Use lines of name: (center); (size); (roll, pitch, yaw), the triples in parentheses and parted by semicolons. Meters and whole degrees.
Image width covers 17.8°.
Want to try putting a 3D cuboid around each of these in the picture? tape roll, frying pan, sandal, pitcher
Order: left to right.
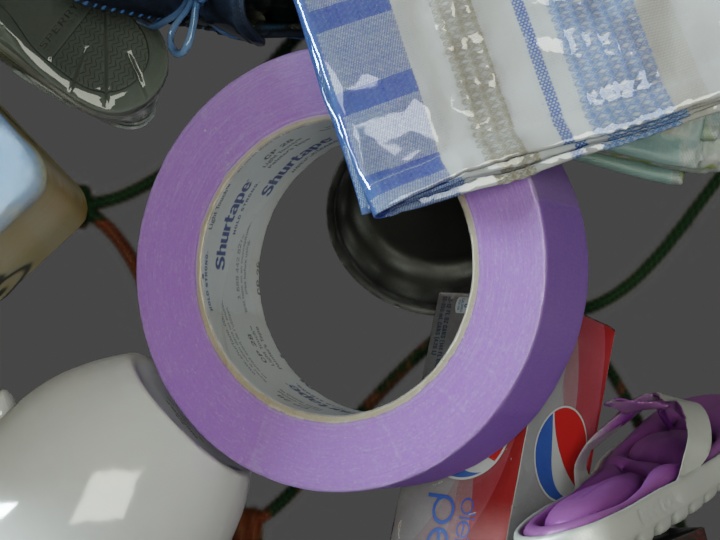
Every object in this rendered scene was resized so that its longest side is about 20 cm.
pitcher: (-0.165, 0.117, 1.087); (0.200, 0.121, 0.172); (-44, 73, 8)
tape roll: (0.000, 0.000, 1.051); (0.200, 0.066, 0.200); (-1, 87, 23)
frying pan: (0.059, -0.059, 1.098); (0.115, 0.031, 0.190); (27, 117, -13)
sandal: (0.130, 0.081, 1.049); (0.082, 0.203, 0.050); (-13, 99, 28)

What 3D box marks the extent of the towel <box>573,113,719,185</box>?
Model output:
towel: (0.099, -0.145, 1.135); (0.200, 0.048, 0.171); (14, 84, -1)

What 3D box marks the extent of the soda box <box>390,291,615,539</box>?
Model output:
soda box: (0.062, 0.114, 1.087); (0.070, 0.063, 0.200); (4, 78, 38)

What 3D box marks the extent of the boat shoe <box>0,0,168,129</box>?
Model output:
boat shoe: (-0.178, -0.142, 1.120); (0.202, 0.065, 0.074); (37, 75, 2)

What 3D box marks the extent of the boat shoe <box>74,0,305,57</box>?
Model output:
boat shoe: (-0.049, -0.141, 1.037); (0.200, 0.069, 0.084); (-3, 128, 15)

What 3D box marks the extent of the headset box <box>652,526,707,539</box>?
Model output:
headset box: (0.100, 0.228, 1.003); (0.148, 0.075, 0.200); (-15, 90, -28)

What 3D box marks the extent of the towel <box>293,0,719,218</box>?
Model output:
towel: (0.074, -0.116, 0.988); (0.200, 0.024, 0.147); (-18, 81, -1)

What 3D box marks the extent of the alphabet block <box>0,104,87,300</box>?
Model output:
alphabet block: (-0.260, -0.039, 1.043); (0.195, 0.200, 0.196); (-42, 89, -4)
